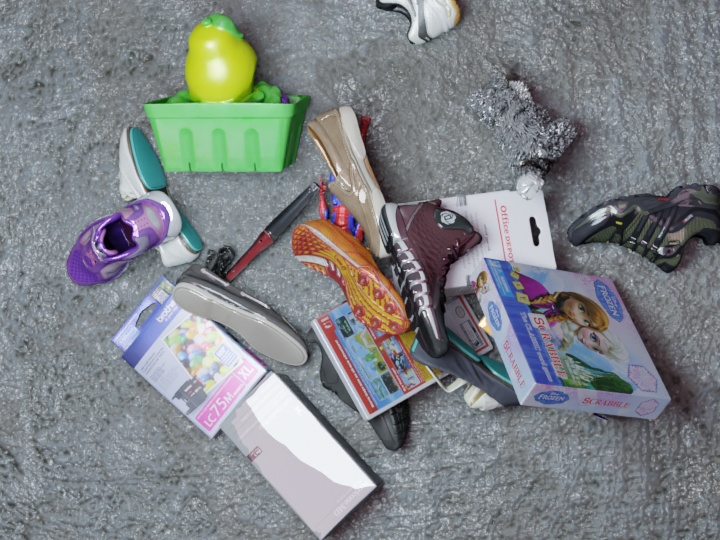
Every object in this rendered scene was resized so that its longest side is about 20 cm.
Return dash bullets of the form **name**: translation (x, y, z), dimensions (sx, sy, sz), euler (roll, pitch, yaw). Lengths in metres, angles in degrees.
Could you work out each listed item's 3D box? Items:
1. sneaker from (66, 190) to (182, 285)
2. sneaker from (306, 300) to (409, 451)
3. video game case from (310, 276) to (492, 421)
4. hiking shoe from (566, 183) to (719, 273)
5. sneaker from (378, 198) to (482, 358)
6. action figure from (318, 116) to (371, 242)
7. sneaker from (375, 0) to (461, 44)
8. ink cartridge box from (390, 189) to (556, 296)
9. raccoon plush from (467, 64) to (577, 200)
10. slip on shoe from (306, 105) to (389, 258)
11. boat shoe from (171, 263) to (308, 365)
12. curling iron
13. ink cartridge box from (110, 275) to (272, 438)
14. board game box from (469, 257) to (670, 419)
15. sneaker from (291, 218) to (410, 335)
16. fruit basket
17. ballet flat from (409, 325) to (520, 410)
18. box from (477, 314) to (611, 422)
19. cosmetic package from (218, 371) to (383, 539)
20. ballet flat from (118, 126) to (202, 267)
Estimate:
- **sneaker**: translation (-0.327, -0.034, 1.766), dimensions (0.199, 0.088, 0.081), euler (-29, 94, 34)
- **sneaker**: translation (-0.002, 0.144, 1.748), dimensions (0.090, 0.076, 0.202), euler (-28, 78, 17)
- **video game case**: translation (0.054, 0.083, 1.716), dimensions (0.199, 0.017, 0.144), euler (-27, 82, -22)
- **hiking shoe**: translation (0.360, -0.044, 1.692), dimensions (0.198, 0.076, 0.102), euler (-12, 81, 7)
- **sneaker**: translation (0.102, -0.002, 1.624), dimensions (0.114, 0.076, 0.202), euler (-15, 73, -12)
- **action figure**: translation (-0.022, -0.101, 1.772), dimensions (0.065, 0.052, 0.203), euler (4, 89, 4)
- **sneaker**: translation (0.045, -0.386, 1.762), dimensions (0.087, 0.076, 0.201), euler (-35, 82, 5)
- **ink cartridge box**: translation (0.137, -0.032, 1.711), dimensions (0.198, 0.067, 0.117), euler (-7, 77, -7)
- **raccoon plush**: translation (0.191, -0.179, 1.676), dimensions (0.134, 0.200, 0.097), euler (42, 107, -4)
- **slip on shoe**: translation (-0.012, -0.108, 1.708), dimensions (0.060, 0.076, 0.202), euler (-16, 86, -10)
- **boat shoe**: translation (-0.149, 0.053, 1.767), dimensions (0.199, 0.067, 0.057), euler (28, 49, -1)
- **curling iron**: translation (-0.129, -0.049, 1.771), dimensions (0.199, 0.026, 0.050), euler (-37, 111, 18)
- **ink cartridge box**: translation (-0.230, 0.113, 1.795), dimensions (0.200, 0.042, 0.120), euler (41, 93, 11)
- **board game box**: translation (0.249, 0.080, 1.613), dimensions (0.041, 0.198, 0.201), euler (-58, 36, 36)
- **sneaker**: translation (0.000, 0.000, 1.691), dimensions (0.200, 0.077, 0.073), euler (47, 130, 22)
- **fruit basket**: translation (-0.174, -0.230, 1.745), dimensions (0.213, 0.156, 0.218), euler (2, 102, 9)
- **ballet flat**: translation (0.138, 0.131, 1.691), dimensions (0.199, 0.073, 0.073), euler (33, 92, -28)
- **box**: translation (0.237, 0.115, 1.680), dimensions (0.199, 0.119, 0.042), euler (36, 92, 9)
- **cosmetic package**: translation (-0.074, 0.238, 1.739), dimensions (0.107, 0.090, 0.200), euler (-45, 78, 1)
- **ballet flat**: translation (-0.284, -0.093, 1.806), dimensions (0.069, 0.069, 0.201), euler (-30, 85, 6)
